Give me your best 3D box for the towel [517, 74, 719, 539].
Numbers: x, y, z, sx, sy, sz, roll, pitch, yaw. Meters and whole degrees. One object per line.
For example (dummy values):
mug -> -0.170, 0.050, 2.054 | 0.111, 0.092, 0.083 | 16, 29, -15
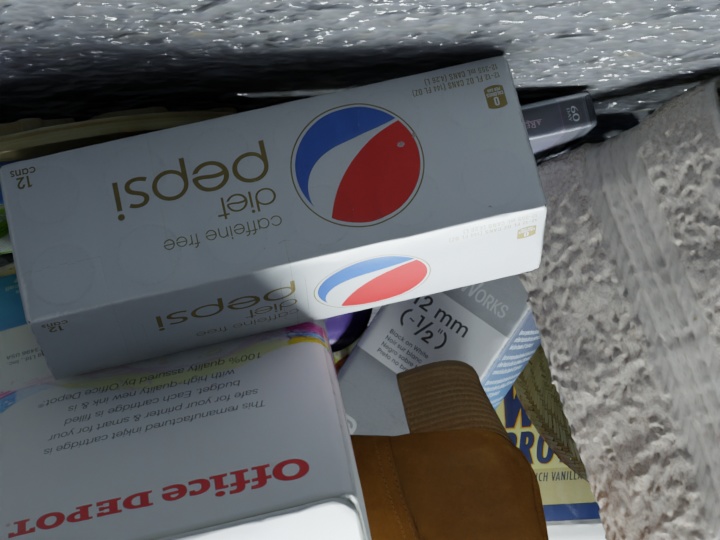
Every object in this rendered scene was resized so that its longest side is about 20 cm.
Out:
towel -> 0.135, 0.035, 0.898 | 0.132, 0.201, 0.034 | -25, 172, 40

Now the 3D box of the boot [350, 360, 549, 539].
boot -> -0.019, 0.125, 0.905 | 0.200, 0.145, 0.071 | -23, 131, 7

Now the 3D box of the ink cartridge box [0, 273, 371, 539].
ink cartridge box -> -0.075, 0.075, 0.848 | 0.143, 0.085, 0.200 | -12, -148, -1

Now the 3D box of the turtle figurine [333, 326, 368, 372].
turtle figurine -> -0.021, 0.006, 1.187 | 0.160, 0.065, 0.200 | -13, -161, -26

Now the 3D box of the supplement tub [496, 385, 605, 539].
supplement tub -> 0.112, 0.071, 1.295 | 0.143, 0.202, 0.144 | -3, 174, 0

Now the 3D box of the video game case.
video game case -> -0.005, -0.038, 0.943 | 0.198, 0.019, 0.143 | -12, 175, -7

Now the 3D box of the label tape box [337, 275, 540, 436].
label tape box -> 0.060, 0.012, 1.033 | 0.066, 0.201, 0.143 | 33, -174, 10

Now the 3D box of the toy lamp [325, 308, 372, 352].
toy lamp -> 0.000, 0.000, 1.049 | 0.058, 0.059, 0.200 | -6, -169, 23

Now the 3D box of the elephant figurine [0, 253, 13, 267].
elephant figurine -> -0.166, 0.023, 1.142 | 0.199, 0.143, 0.155 | -18, -147, -38

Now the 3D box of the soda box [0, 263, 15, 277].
soda box -> -0.240, 0.059, 1.001 | 0.199, 0.064, 0.068 | -19, -175, 9

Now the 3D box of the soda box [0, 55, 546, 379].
soda box -> -0.032, -0.019, 0.820 | 0.198, 0.069, 0.064 | -13, 158, -3

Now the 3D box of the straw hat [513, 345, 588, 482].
straw hat -> 0.187, 0.031, 1.179 | 0.199, 0.203, 0.085 | -2, 155, -9

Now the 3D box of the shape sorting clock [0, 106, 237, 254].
shape sorting clock -> -0.130, -0.040, 0.912 | 0.198, 0.040, 0.200 | -14, 175, -1
